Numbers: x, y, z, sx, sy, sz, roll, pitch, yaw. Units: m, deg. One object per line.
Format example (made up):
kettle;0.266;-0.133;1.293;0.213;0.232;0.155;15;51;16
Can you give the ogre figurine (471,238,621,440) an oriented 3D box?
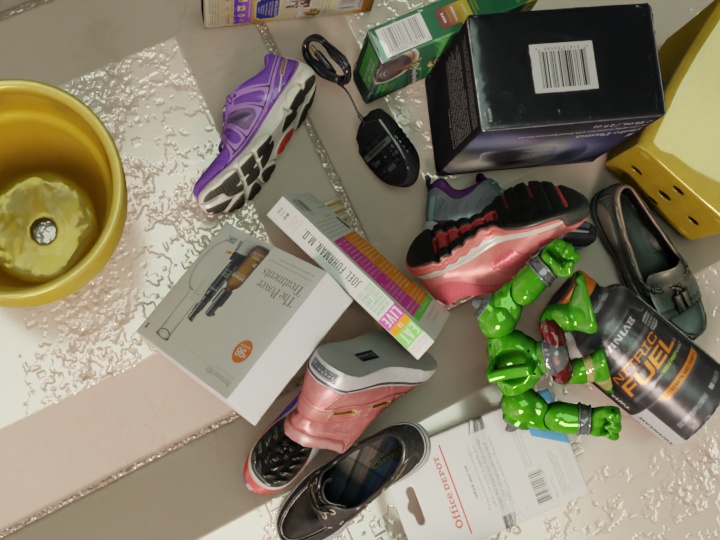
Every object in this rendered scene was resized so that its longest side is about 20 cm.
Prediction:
ogre figurine;0.184;0.080;1.018;0.118;0.099;0.203;-15;117;10

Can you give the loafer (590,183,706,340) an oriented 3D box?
loafer;0.329;-0.008;1.141;0.071;0.063;0.202;-32;86;-12

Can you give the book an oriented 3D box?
book;0.000;0.000;1.019;0.200;0.134;0.048;44;99;3

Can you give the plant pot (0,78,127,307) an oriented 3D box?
plant pot;-0.322;-0.058;0.988;0.197;0.189;0.205;1;79;-8

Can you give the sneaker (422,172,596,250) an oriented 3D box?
sneaker;0.167;-0.068;1.124;0.196;0.074;0.089;2;75;-7

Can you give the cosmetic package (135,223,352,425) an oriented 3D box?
cosmetic package;-0.120;0.046;1.003;0.152;0.199;0.052;-53;129;-11

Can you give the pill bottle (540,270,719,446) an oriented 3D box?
pill bottle;0.291;0.089;1.098;0.199;0.106;0.107;39;77;0

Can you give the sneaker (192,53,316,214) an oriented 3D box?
sneaker;-0.125;-0.150;1.104;0.082;0.081;0.202;27;70;14

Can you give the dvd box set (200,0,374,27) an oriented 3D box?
dvd box set;-0.074;-0.315;1.092;0.196;0.146;0.030;-9;79;-9

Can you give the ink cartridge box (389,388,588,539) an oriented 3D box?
ink cartridge box;0.124;0.217;1.069;0.197;0.068;0.118;-20;82;-11

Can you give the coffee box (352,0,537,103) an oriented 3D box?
coffee box;0.092;-0.259;1.120;0.197;0.123;0.045;-25;83;-13

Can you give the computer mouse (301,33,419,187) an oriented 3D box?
computer mouse;0.003;-0.180;1.125;0.034;0.058;0.202;-35;92;-42

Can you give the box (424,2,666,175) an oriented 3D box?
box;0.189;-0.186;1.081;0.196;0.198;0.126;-6;84;-9

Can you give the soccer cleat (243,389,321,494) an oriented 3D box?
soccer cleat;-0.050;0.155;1.060;0.068;0.073;0.200;45;58;1

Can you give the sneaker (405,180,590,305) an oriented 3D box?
sneaker;0.150;-0.025;1.062;0.197;0.074;0.087;-21;126;15

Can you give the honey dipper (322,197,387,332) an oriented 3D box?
honey dipper;0.004;0.018;1.105;0.038;0.038;0.203;-25;89;-12

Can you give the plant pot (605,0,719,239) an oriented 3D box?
plant pot;0.388;-0.149;1.117;0.200;0.200;0.177;42;86;0

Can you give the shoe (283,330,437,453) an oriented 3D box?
shoe;0.000;0.121;1.018;0.071;0.199;0.092;37;110;26

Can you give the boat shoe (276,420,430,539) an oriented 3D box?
boat shoe;-0.017;0.217;1.007;0.199;0.066;0.071;-35;72;20
